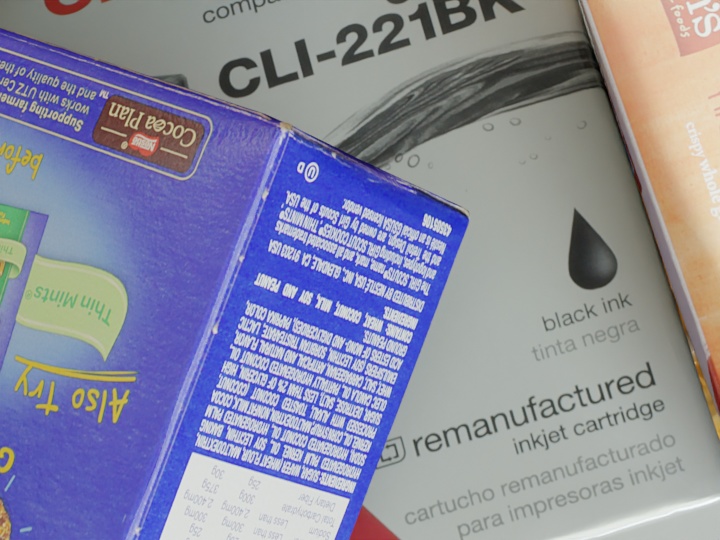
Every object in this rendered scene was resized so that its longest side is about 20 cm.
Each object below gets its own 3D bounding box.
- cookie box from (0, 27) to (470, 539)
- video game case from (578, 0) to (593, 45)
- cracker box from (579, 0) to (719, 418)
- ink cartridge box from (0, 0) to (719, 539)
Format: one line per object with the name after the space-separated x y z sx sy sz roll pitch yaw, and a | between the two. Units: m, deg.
-0.090 0.050 0.634 0.171 0.075 0.201 21 89 40 | cookie box
0.129 -0.122 0.793 0.143 0.018 0.201 5 90 -2 | video game case
0.099 -0.010 0.678 0.058 0.200 0.134 -19 86 6 | cracker box
0.000 0.000 0.715 0.144 0.084 0.201 -17 63 4 | ink cartridge box
